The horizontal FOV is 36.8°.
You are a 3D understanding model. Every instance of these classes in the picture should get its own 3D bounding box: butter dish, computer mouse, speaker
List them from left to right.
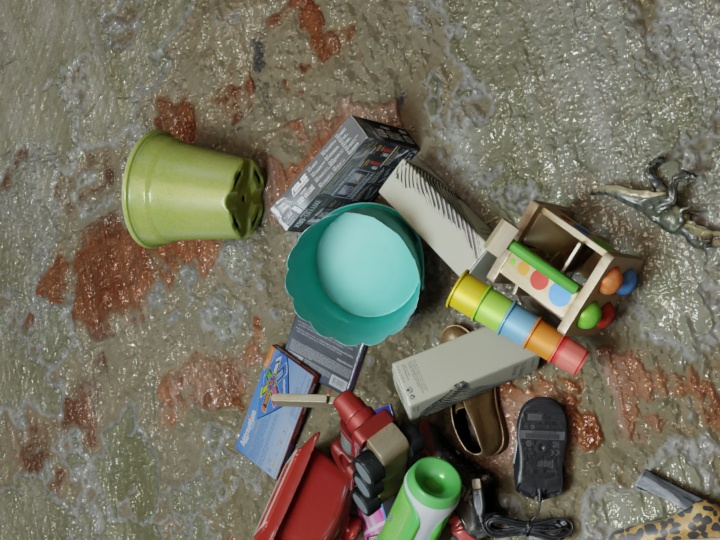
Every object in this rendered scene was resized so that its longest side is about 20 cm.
[{"bbox_3d":[-0.068,0.374,1.664,0.147,0.200,0.201,25,66,-2],"label":"butter dish"},{"bbox_3d":[0.080,0.356,1.543,0.088,0.088,0.201,44,136,26],"label":"speaker"},{"bbox_3d":[0.224,0.279,1.525,0.139,0.046,0.203,-3,89,2],"label":"computer mouse"}]

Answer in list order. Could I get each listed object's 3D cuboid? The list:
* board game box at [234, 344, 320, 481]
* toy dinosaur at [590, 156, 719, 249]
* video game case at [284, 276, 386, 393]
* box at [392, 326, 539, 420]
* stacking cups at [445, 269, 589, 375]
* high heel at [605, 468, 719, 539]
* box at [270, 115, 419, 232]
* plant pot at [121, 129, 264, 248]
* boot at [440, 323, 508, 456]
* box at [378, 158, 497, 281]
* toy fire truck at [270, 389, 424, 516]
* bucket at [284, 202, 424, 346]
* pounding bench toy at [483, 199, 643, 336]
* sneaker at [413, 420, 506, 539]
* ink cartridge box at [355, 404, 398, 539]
[{"bbox_3d":[-0.139,0.235,1.790,0.102,0.019,0.202,31,111,29],"label":"board game box"},{"bbox_3d":[0.401,-0.101,1.445,0.199,0.047,0.089,32,112,33],"label":"toy dinosaur"},{"bbox_3d":[-0.043,0.082,1.744,0.142,0.019,0.202,25,101,31],"label":"video game case"},{"bbox_3d":[0.147,0.135,1.515,0.198,0.082,0.069,-21,67,-4],"label":"box"},{"bbox_3d":[0.211,0.076,1.454,0.199,0.060,0.061,33,106,14],"label":"stacking cups"},{"bbox_3d":[0.393,0.379,1.414,0.142,0.071,0.202,26,93,37],"label":"high heel"},{"bbox_3d":[-0.022,-0.139,1.655,0.200,0.157,0.050,-47,66,23],"label":"box"},{"bbox_3d":[-0.267,-0.128,1.812,0.182,0.200,0.203,7,92,21],"label":"plant pot"},{"bbox_3d":[0.156,0.173,1.578,0.073,0.075,0.202,-27,73,31],"label":"boot"},{"bbox_3d":[0.123,-0.075,1.604,0.200,0.082,0.069,47,111,24],"label":"box"},{"bbox_3d":[-0.022,0.239,1.561,0.200,0.128,0.177,48,158,24],"label":"toy fire truck"},{"bbox_3d":[0.000,0.000,1.613,0.205,0.135,0.210,2,102,10],"label":"bucket"},{"bbox_3d":[0.265,0.002,1.437,0.156,0.199,0.125,39,108,28],"label":"pounding bench toy"},{"bbox_3d":[0.145,0.301,1.583,0.098,0.071,0.202,-36,72,27],"label":"sneaker"},{"bbox_3d":[0.029,0.319,1.681,0.094,0.037,0.202,-23,74,30],"label":"ink cartridge box"}]
